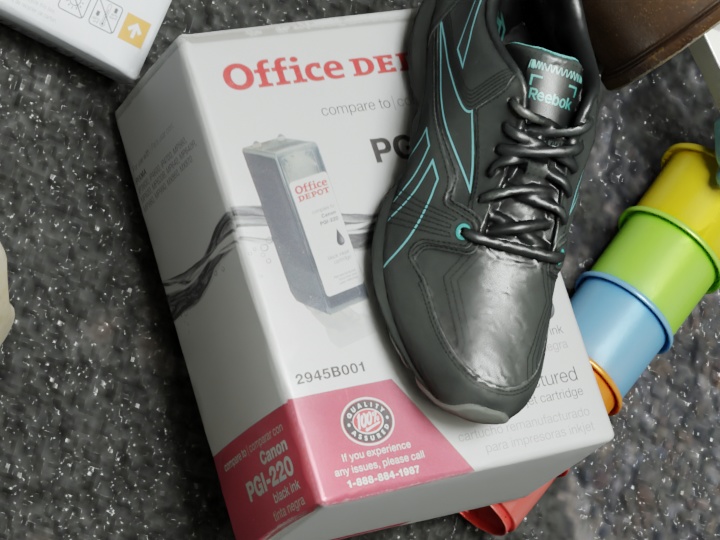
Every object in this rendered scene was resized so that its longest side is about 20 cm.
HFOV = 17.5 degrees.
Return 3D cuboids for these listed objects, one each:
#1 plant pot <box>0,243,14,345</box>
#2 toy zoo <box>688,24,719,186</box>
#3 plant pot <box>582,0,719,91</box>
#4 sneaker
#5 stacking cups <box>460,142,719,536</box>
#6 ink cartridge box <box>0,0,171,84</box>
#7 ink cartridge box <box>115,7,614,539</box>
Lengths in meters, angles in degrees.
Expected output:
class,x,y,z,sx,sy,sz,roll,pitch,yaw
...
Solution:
class,x,y,z,sx,sy,sz,roll,pitch,yaw
plant pot,-0.223,0.042,0.813,0.200,0.200,0.184,46,54,-15
toy zoo,0.235,-0.100,1.074,0.200,0.020,0.131,-41,99,-17
plant pot,0.125,-0.218,1.024,0.200,0.200,0.198,-43,96,-26
sneaker,0.052,-0.041,0.905,0.075,0.079,0.201,11,66,-23
stacking cups,0.110,0.032,1.048,0.061,0.060,0.200,46,65,-15
ink cartridge box,-0.138,-0.208,0.937,0.197,0.047,0.201,26,84,-21
ink cartridge box,0.000,0.000,0.958,0.145,0.085,0.201,-10,73,-29
